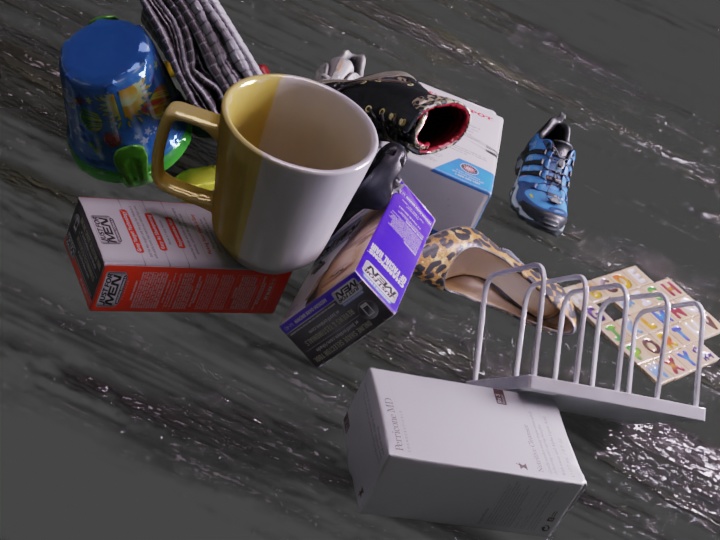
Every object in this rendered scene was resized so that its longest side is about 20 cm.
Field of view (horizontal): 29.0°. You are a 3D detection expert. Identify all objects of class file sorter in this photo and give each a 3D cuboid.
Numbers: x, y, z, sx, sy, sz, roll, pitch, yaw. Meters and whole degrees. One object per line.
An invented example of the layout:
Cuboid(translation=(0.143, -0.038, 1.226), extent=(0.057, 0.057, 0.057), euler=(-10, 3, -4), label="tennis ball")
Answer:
Cuboid(translation=(0.229, 0.077, 1.393), extent=(0.198, 0.139, 0.126), euler=(12, 80, -20), label="file sorter")

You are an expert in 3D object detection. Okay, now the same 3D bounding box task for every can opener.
Cuboid(translation=(-0.019, -0.073, 1.424), extent=(0.079, 0.200, 0.063), euler=(42, 49, -3), label="can opener")

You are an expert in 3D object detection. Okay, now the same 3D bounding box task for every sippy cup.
Cuboid(translation=(-0.250, -0.182, 1.435), extent=(0.177, 0.131, 0.140), euler=(33, 65, 25), label="sippy cup")

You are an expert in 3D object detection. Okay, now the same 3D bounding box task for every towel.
Cuboid(translation=(-0.166, -0.230, 1.464), extent=(0.201, 0.085, 0.166), euler=(59, 1, 3), label="towel")

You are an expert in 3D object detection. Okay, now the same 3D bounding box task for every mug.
Cuboid(translation=(-0.088, -0.091, 1.322), extent=(0.186, 0.154, 0.149), euler=(36, 41, 19), label="mug")

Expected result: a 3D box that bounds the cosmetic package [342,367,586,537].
Cuboid(translation=(0.091, 0.167, 1.269), extent=(0.198, 0.082, 0.113), euler=(11, 37, -23), label="cosmetic package")

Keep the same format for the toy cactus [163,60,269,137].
Cuboid(translation=(-0.141, -0.184, 1.608), extent=(0.165, 0.102, 0.199), euler=(51, 31, 18), label="toy cactus")

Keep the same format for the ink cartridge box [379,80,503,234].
Cuboid(translation=(0.087, -0.137, 1.688), extent=(0.145, 0.085, 0.201), euler=(22, 32, -3), label="ink cartridge box")

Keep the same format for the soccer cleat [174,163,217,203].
Cuboid(translation=(-0.111, -0.102, 1.505), extent=(0.198, 0.084, 0.065), euler=(0, 40, -34), label="soccer cleat")

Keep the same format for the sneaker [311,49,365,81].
Cuboid(translation=(-0.044, -0.211, 1.695), extent=(0.075, 0.093, 0.200), euler=(24, 33, 0), label="sneaker")

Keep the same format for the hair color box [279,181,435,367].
Cuboid(translation=(0.000, 0.000, 1.404), extent=(0.065, 0.109, 0.200), euler=(46, 30, -14), label="hair color box")

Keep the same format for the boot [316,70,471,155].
Cuboid(translation=(0.008, -0.166, 1.542), extent=(0.202, 0.074, 0.154), euler=(-18, 26, -22), label="boot")

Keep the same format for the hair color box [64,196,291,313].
Cuboid(translation=(-0.177, -0.014, 1.358), extent=(0.198, 0.062, 0.102), euler=(3, 40, -32), label="hair color box")

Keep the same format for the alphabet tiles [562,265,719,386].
Cuboid(translation=(0.351, 0.059, 1.664), extent=(0.199, 0.008, 0.167), euler=(-14, 50, -44), label="alphabet tiles")

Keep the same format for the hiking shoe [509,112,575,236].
Cuboid(translation=(0.235, -0.124, 1.767), extent=(0.074, 0.087, 0.201), euler=(18, 34, -11), label="hiking shoe")

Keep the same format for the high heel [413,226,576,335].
Cuboid(translation=(0.146, 0.018, 1.519), extent=(0.199, 0.072, 0.143), euler=(5, 31, -43), label="high heel")
